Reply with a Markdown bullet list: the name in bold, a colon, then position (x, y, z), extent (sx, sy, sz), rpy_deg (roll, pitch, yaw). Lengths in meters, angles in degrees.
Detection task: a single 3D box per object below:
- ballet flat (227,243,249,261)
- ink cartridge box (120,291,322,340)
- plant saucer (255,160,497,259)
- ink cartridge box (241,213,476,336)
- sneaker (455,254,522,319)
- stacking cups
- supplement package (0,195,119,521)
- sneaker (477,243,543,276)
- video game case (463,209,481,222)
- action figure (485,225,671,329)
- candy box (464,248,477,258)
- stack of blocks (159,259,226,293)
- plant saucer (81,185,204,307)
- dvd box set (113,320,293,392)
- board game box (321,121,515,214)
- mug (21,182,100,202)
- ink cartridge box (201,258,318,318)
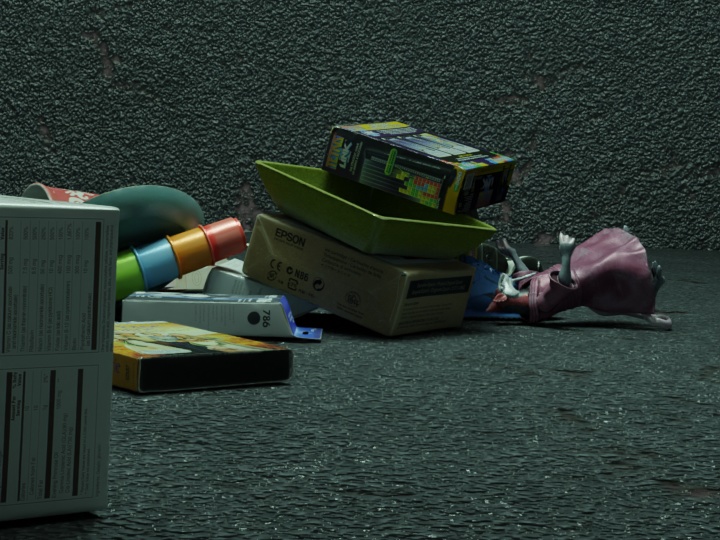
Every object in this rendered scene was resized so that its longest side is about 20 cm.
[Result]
- **ballet flat**: position (-0.130, -0.001, 2.081), extent (0.199, 0.071, 0.071), rpy_deg (3, 4, 4)
- **ink cartridge box**: position (-0.137, 0.045, 1.627), extent (0.199, 0.039, 0.099), rpy_deg (3, 3, -2)
- **plant saucer**: position (0.012, -0.059, 1.734), extent (0.200, 0.048, 0.199), rpy_deg (26, 14, 40)
- **ink cartridge box**: position (0.000, 0.000, 1.745), extent (0.200, 0.075, 0.165), rpy_deg (22, 14, 27)
- **sneaker**: position (0.148, 0.017, 1.893), extent (0.199, 0.079, 0.066), rpy_deg (2, 2, -17)
- **stacking cups**: position (-0.220, -0.005, 1.723), extent (0.200, 0.061, 0.060), rpy_deg (-18, 10, -18)
- **supplement package**: position (-0.225, 0.037, 0.843), extent (0.111, 0.156, 0.200), rpy_deg (0, 5, -38)
- **sneaker**: position (0.146, 0.011, 2.135), extent (0.115, 0.076, 0.200), rpy_deg (-6, -10, 38)
- **video game case**: position (0.051, -0.056, 1.942), extent (0.182, 0.023, 0.200), rpy_deg (-21, 23, 6)
- **action figure**: position (0.237, 0.021, 1.854), extent (0.200, 0.149, 0.134), rpy_deg (-20, 10, -12)
- **candy box**: position (0.058, -0.008, 2.004), extent (0.200, 0.103, 0.026), rpy_deg (5, 1, 39)
- **stack of blocks**: position (-0.259, -0.002, 1.910), extent (0.200, 0.059, 0.115), rpy_deg (0, -7, -33)
- **plant saucer**: position (-0.261, -0.017, 1.753), extent (0.200, 0.027, 0.200), rpy_deg (-19, -32, -12)
- **dvd box set**: position (-0.171, 0.068, 1.324), extent (0.146, 0.029, 0.200), rpy_deg (-1, 6, -38)
- **board game box**: position (0.070, -0.120, 1.841), extent (0.165, 0.057, 0.200), rpy_deg (19, 13, 19)
- **mug**: position (-0.352, -0.044, 2.138), extent (0.200, 0.134, 0.177), rpy_deg (3, 4, -34)
- **ink cartridge box**: position (-0.069, 0.041, 1.804), extent (0.199, 0.047, 0.160), rpy_deg (19, 5, 3)
